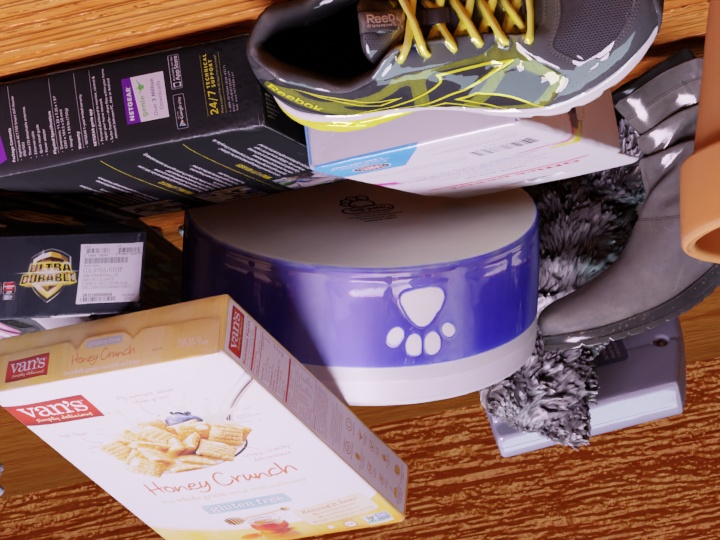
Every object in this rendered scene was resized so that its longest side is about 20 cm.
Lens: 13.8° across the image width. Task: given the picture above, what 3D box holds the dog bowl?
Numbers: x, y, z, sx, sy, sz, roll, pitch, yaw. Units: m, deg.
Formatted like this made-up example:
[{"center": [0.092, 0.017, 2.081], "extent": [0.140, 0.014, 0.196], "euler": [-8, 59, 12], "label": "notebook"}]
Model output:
[{"center": [0.000, 0.000, 1.643], "extent": [0.199, 0.079, 0.200], "euler": [2, -159, -1], "label": "dog bowl"}]

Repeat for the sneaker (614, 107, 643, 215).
[{"center": [0.173, -0.067, 1.823], "extent": [0.199, 0.076, 0.087], "euler": [-5, -179, -16], "label": "sneaker"}]

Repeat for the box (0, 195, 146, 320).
[{"center": [-0.230, -0.011, 1.530], "extent": [0.158, 0.046, 0.199], "euler": [-2, -170, -40], "label": "box"}]

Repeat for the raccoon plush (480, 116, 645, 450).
[{"center": [0.119, 0.004, 1.707], "extent": [0.096, 0.134, 0.201], "euler": [12, 134, -5], "label": "raccoon plush"}]

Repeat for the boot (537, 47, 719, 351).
[{"center": [0.169, -0.047, 1.659], "extent": [0.199, 0.131, 0.068], "euler": [-27, -175, 0], "label": "boot"}]

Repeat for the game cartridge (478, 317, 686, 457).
[{"center": [0.128, 0.031, 1.841], "extent": [0.132, 0.200, 0.041], "euler": [-17, 128, 1], "label": "game cartridge"}]

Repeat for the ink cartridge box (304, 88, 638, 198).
[{"center": [0.059, -0.086, 1.534], "extent": [0.114, 0.068, 0.200], "euler": [-11, 172, 22], "label": "ink cartridge box"}]

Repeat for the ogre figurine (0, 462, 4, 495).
[{"center": [-0.293, 0.091, 1.864], "extent": [0.119, 0.201, 0.098], "euler": [-16, 170, 25], "label": "ogre figurine"}]

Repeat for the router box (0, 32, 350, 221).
[{"center": [-0.093, -0.069, 1.516], "extent": [0.148, 0.051, 0.200], "euler": [-10, 172, 13], "label": "router box"}]

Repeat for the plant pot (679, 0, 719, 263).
[{"center": [0.248, -0.089, 1.454], "extent": [0.199, 0.141, 0.200], "euler": [-6, 171, -1], "label": "plant pot"}]

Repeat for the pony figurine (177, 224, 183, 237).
[{"center": [-0.062, 0.046, 1.926], "extent": [0.192, 0.201, 0.167], "euler": [4, -151, -36], "label": "pony figurine"}]

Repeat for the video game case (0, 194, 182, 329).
[{"center": [-0.134, 0.013, 1.703], "extent": [0.200, 0.023, 0.181], "euler": [36, -162, 29], "label": "video game case"}]

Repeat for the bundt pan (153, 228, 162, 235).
[{"center": [-0.221, 0.028, 1.967], "extent": [0.201, 0.076, 0.202], "euler": [-11, 173, -1], "label": "bundt pan"}]

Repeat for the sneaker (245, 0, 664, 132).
[{"center": [0.040, -0.104, 1.356], "extent": [0.199, 0.075, 0.085], "euler": [-13, 170, 19], "label": "sneaker"}]

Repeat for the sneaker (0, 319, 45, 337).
[{"center": [-0.176, 0.023, 1.782], "extent": [0.199, 0.081, 0.086], "euler": [16, 165, 10], "label": "sneaker"}]

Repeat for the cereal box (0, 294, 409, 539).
[{"center": [-0.082, 0.085, 1.565], "extent": [0.143, 0.040, 0.200], "euler": [-12, 146, 27], "label": "cereal box"}]
